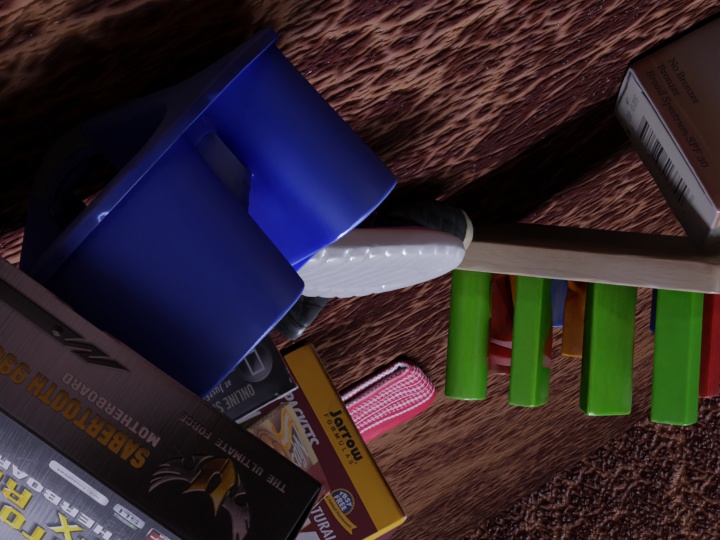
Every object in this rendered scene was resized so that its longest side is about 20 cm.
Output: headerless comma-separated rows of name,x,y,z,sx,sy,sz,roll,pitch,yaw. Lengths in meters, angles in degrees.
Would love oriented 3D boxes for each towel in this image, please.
towel,-0.008,0.123,1.879,0.144,0.023,0.200,-31,169,2

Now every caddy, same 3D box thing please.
caddy,-0.079,-0.012,0.880,0.142,0.105,0.200,-51,-174,-37

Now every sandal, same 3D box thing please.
sandal,-0.026,-0.020,1.108,0.082,0.050,0.202,-19,166,42

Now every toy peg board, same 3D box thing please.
toy peg board,0.149,0.030,1.406,0.199,0.098,0.199,6,-175,25

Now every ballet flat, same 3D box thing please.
ballet flat,0.000,0.000,1.248,0.066,0.057,0.200,-36,168,35

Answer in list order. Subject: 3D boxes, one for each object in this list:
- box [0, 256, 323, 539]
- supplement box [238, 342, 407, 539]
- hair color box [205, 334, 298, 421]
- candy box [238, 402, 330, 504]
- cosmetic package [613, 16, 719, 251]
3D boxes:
box,-0.126,0.061,0.833,0.048,0.200,0.158,-55,-177,-30
supplement box,-0.097,0.172,1.568,0.196,0.133,0.200,-27,169,-15
hair color box,-0.122,0.070,1.127,0.101,0.061,0.200,-28,-178,-31
candy box,-0.121,0.135,1.121,0.199,0.056,0.115,-27,-179,11
cosmetic package,0.256,-0.108,1.312,0.199,0.104,0.087,-30,168,-8
